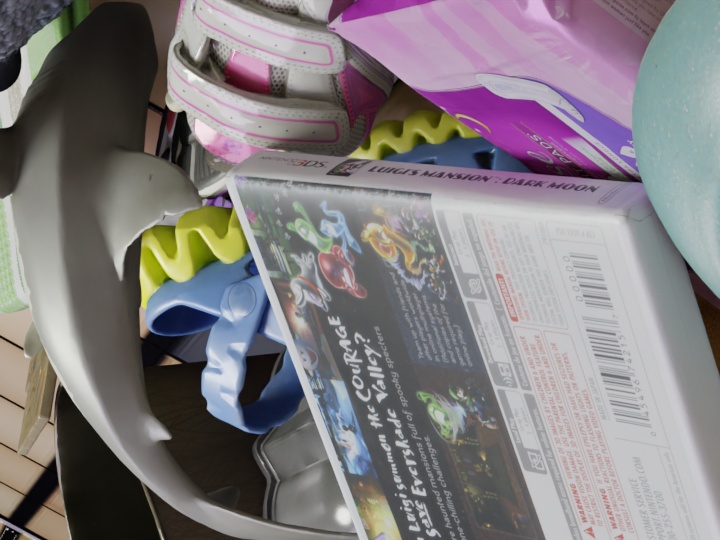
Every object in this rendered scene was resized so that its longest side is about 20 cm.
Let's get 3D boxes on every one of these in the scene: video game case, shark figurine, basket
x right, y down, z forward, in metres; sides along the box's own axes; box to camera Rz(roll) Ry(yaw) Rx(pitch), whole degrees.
[{"bbox_3d":[0.051,0.057,0.880,0.181,0.023,0.201,7,125,47],"label":"video game case"},{"bbox_3d":[-0.075,0.005,0.953,0.089,0.216,0.128,-20,175,38],"label":"shark figurine"},{"bbox_3d":[-0.010,0.106,1.176,0.199,0.181,0.136,-15,-178,-23],"label":"basket"}]

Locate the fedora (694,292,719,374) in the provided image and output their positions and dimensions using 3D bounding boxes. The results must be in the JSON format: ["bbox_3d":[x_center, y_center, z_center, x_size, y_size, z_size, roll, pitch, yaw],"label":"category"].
[{"bbox_3d":[0.083,0.044,0.928,0.200,0.082,0.201,34,143,30],"label":"fedora"}]

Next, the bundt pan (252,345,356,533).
[{"bbox_3d":[0.063,0.074,1.098,0.201,0.203,0.076,30,154,-8],"label":"bundt pan"}]

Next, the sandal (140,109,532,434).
[{"bbox_3d":[0.000,0.000,1.029,0.199,0.088,0.079,-25,162,33],"label":"sandal"}]

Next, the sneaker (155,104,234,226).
[{"bbox_3d":[-0.036,-0.053,1.109,0.083,0.081,0.200,8,171,-8],"label":"sneaker"}]

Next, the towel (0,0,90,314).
[{"bbox_3d":[-0.137,-0.061,1.132,0.031,0.150,0.200,-8,178,-23],"label":"towel"}]

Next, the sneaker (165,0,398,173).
[{"bbox_3d":[-0.022,-0.080,0.915,0.081,0.089,0.200,25,165,14],"label":"sneaker"}]

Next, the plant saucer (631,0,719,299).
[{"bbox_3d":[0.167,-0.018,0.718,0.199,0.036,0.201,9,142,7],"label":"plant saucer"}]

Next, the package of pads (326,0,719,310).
[{"bbox_3d":[0.099,-0.053,0.813,0.200,0.076,0.120,34,163,-22],"label":"package of pads"}]

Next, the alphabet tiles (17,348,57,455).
[{"bbox_3d":[-0.132,-0.007,1.227,0.006,0.167,0.200,11,168,-9],"label":"alphabet tiles"}]

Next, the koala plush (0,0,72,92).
[{"bbox_3d":[-0.168,-0.116,0.909,0.200,0.177,0.184,11,135,56],"label":"koala plush"}]
